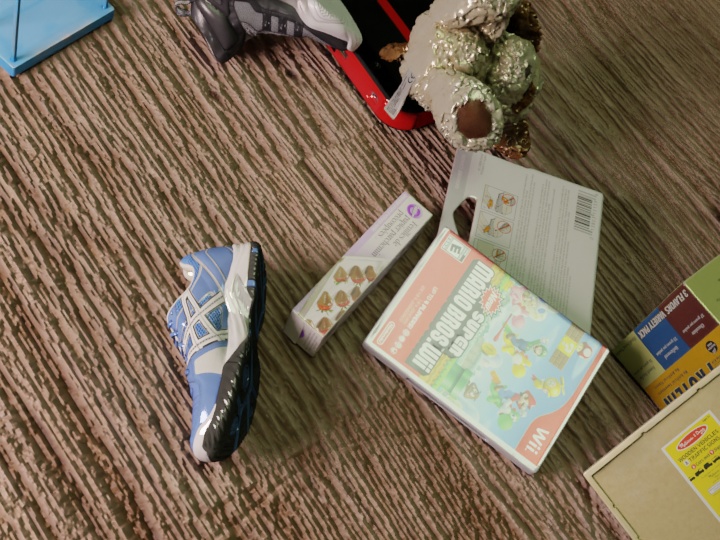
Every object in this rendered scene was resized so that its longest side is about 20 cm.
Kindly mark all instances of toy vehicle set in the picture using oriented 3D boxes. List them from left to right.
[{"bbox_3d":[0.316,0.172,0.919,0.125,0.199,0.026,53,12,15],"label":"toy vehicle set"}]

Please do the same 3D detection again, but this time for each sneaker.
[{"bbox_3d":[-0.126,0.068,0.870,0.075,0.076,0.203,0,55,4],"label":"sneaker"},{"bbox_3d":[-0.098,-0.264,1.077,0.198,0.114,0.076,25,32,-34],"label":"sneaker"}]

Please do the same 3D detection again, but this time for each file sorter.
[{"bbox_3d":[-0.350,-0.322,0.988,0.199,0.123,0.139,41,52,7],"label":"file sorter"}]

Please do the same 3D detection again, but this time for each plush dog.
[{"bbox_3d":[0.128,-0.214,1.101,0.170,0.159,0.204,13,84,-39],"label":"plush dog"}]

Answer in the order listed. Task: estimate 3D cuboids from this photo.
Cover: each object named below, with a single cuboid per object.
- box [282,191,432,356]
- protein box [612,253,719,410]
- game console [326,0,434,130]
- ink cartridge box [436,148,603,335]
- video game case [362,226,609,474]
[{"bbox_3d":[0.000,0.000,0.977,0.039,0.042,0.200,39,53,5],"label":"box"},{"bbox_3d":[0.406,0.085,1.032,0.197,0.135,0.201,-28,72,-35],"label":"protein box"},{"bbox_3d":[0.049,-0.256,1.177,0.175,0.031,0.202,-21,69,-37],"label":"game console"},{"bbox_3d":[0.160,-0.022,1.058,0.171,0.044,0.202,18,54,-3],"label":"ink cartridge box"},{"bbox_3d":[0.119,0.073,0.963,0.199,0.017,0.144,37,72,2],"label":"video game case"}]
